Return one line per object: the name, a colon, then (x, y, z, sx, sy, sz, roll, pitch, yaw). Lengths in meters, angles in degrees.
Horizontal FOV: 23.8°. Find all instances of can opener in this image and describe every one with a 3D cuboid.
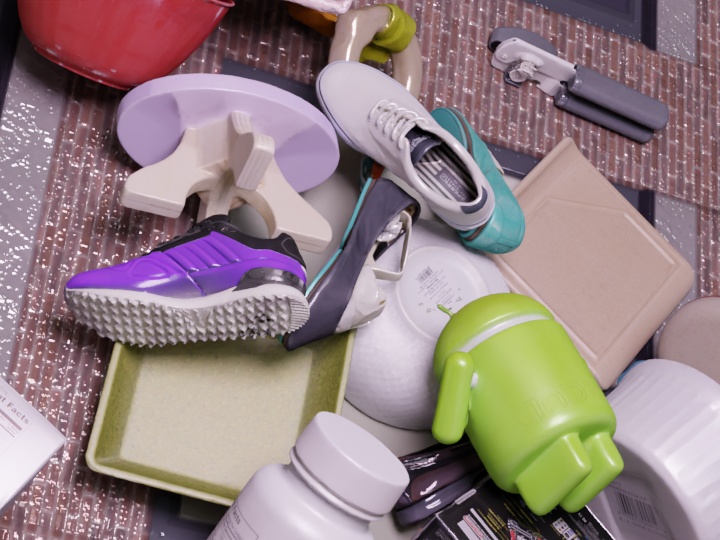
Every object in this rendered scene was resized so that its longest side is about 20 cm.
can opener: (0.224, -0.195, 1.747, 0.199, 0.053, 0.067, 25, 57, -13)

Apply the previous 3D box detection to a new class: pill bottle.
pill bottle: (-0.054, 0.214, 1.322, 0.114, 0.114, 0.200, 34, 101, -8)

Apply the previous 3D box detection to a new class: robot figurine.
robot figurine: (0.136, 0.104, 1.428, 0.175, 0.116, 0.201, 2, 49, -44)

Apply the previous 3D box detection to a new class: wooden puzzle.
wooden puzzle: (0.216, -0.007, 1.668, 0.200, 0.037, 0.185, 48, 56, -3)

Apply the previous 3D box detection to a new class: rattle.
rattle: (-0.020, -0.151, 1.618, 0.130, 0.142, 0.201, -36, 127, -63)

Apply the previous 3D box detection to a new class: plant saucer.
plant saucer: (-0.116, 0.107, 1.434, 0.199, 0.048, 0.201, 16, 60, -10)

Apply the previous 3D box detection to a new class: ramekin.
ramekin: (0.271, 0.188, 1.506, 0.097, 0.201, 0.201, -32, 83, -25)

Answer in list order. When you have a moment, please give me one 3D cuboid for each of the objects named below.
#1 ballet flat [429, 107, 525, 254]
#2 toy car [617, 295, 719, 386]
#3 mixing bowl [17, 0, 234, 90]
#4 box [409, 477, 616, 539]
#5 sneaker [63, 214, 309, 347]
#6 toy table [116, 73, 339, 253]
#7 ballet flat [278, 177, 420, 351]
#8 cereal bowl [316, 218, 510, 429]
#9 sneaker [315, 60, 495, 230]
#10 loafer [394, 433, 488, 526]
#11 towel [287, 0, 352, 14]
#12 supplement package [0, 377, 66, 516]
ballet flat: (0.107, -0.078, 1.605, 0.070, 0.067, 0.200, 27, 26, -30)
toy car: (0.380, 0.102, 1.641, 0.177, 0.184, 0.200, 54, 23, 15)
mixing bowl: (-0.221, -0.226, 1.491, 0.199, 0.200, 0.109, 22, 102, -15)
box: (0.157, 0.260, 1.419, 0.200, 0.049, 0.159, 49, 40, 13)
sneaker: (-0.140, 0.002, 1.401, 0.199, 0.070, 0.100, 0, 56, -1)
toy table: (-0.112, -0.082, 1.470, 0.199, 0.184, 0.118, 4, 48, -11)
ballet flat: (0.000, 0.000, 1.460, 0.073, 0.073, 0.200, 35, 52, -7)
cereal bowl: (0.058, 0.038, 1.539, 0.199, 0.083, 0.201, 10, 64, -21)
sneaker: (0.042, -0.119, 1.494, 0.200, 0.071, 0.073, 40, 79, 9)
loafer: (0.102, 0.153, 1.511, 0.199, 0.072, 0.063, -29, 86, -30)
towel: (-0.115, -0.279, 1.560, 0.190, 0.200, 0.032, 14, 103, -17)
supplement package: (-0.333, 0.173, 1.269, 0.109, 0.114, 0.200, 43, 55, -2)
